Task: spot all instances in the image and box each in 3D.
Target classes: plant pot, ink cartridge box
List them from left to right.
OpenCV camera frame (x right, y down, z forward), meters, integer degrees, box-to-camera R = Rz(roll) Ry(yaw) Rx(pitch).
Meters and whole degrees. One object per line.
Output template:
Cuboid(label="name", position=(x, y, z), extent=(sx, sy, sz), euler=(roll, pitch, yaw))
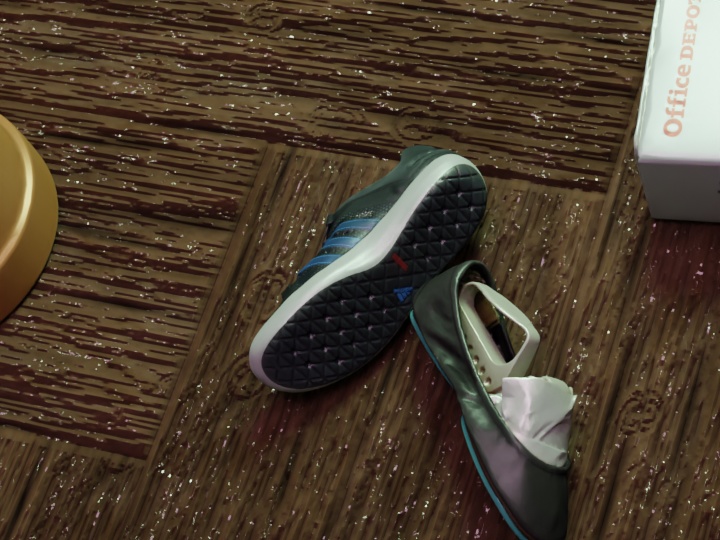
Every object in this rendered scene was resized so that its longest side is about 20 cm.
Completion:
Cuboid(label="plant pot", position=(-0.327, -0.057, 1.417), extent=(0.198, 0.140, 0.201), euler=(-7, 58, 11))
Cuboid(label="ink cartridge box", position=(0.285, -0.107, 1.304), extent=(0.198, 0.083, 0.147), euler=(5, 62, 18))

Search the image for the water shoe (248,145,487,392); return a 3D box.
Cuboid(label="water shoe", position=(0.000, 0.000, 1.346), extent=(0.200, 0.072, 0.079), euler=(-43, 31, -9))

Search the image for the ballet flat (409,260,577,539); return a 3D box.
Cuboid(label="ballet flat", position=(0.089, 0.073, 1.257), extent=(0.068, 0.068, 0.201), euler=(-46, 53, 27))
